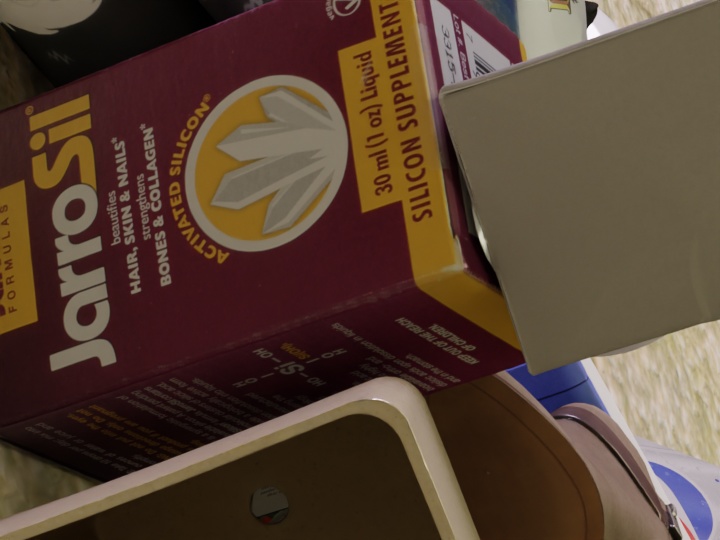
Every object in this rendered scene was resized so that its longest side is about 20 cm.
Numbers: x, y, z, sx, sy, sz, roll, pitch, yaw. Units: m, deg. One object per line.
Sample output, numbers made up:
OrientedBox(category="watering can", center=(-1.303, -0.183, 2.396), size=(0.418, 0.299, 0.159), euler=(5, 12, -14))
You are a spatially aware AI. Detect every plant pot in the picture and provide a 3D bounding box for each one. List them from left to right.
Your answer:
OrientedBox(category="plant pot", center=(-0.029, 0.141, 0.910), size=(0.177, 0.200, 0.200), euler=(-54, 122, -74))

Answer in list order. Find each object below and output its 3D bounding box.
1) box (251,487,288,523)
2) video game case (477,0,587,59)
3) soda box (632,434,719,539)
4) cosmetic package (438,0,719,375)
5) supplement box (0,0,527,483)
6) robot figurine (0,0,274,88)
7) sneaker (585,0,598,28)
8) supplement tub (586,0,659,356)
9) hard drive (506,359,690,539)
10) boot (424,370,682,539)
OrientedBox(category="box", center=(0.014, 0.174, 1.167), size=(0.200, 0.035, 0.110), euler=(55, 27, -33))
OrientedBox(category="video game case", center=(0.010, -0.107, 1.124), size=(0.045, 0.200, 0.181), euler=(-17, 105, -40))
OrientedBox(category="soda box", center=(0.127, 0.124, 1.275), size=(0.200, 0.068, 0.063), euler=(21, 38, -5))
OrientedBox(category="cosmetic package", center=(0.139, -0.044, 0.897), size=(0.090, 0.200, 0.107), euler=(-19, 93, -65))
OrientedBox(category="supplement box", center=(-0.037, -0.015, 0.987), size=(0.103, 0.200, 0.131), euler=(31, 45, -56))
OrientedBox(category="robot figurine", center=(-0.090, -0.133, 1.056), size=(0.200, 0.125, 0.150), euler=(51, 27, -41))
OrientedBox(category="sneaker", center=(0.064, -0.173, 1.292), size=(0.074, 0.087, 0.200), euler=(47, 24, -52))
OrientedBox(category="supplement tub", center=(0.096, -0.057, 1.396), size=(0.200, 0.145, 0.145), euler=(43, 35, -48))
OrientedBox(category="hard drive", center=(0.080, 0.127, 1.227), size=(0.200, 0.132, 0.025), euler=(60, 24, -24))
OrientedBox(category="boot", center=(0.081, 0.092, 1.091), size=(0.200, 0.070, 0.146), euler=(64, 18, -18))
